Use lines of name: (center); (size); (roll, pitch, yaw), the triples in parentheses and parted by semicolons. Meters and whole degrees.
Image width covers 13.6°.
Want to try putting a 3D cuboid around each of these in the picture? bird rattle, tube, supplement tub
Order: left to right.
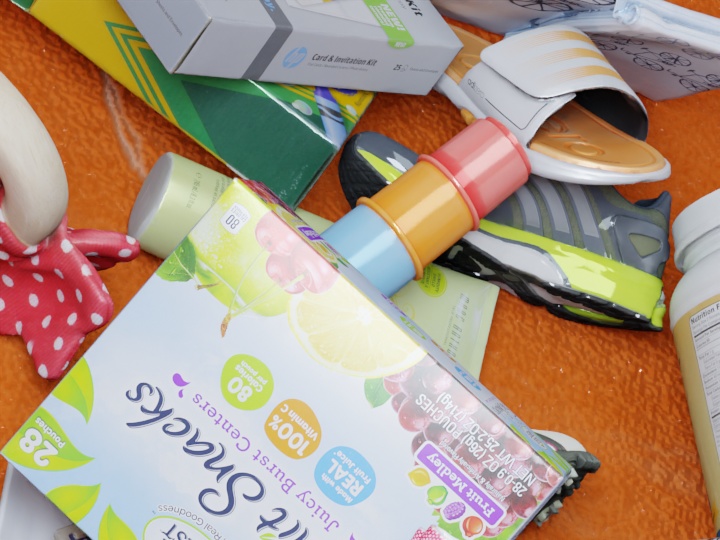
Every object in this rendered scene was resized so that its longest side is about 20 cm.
bird rattle: (-0.190, -0.048, 1.412); (0.113, 0.163, 0.200); (-38, 73, -21)
tube: (-0.020, 0.001, 1.537); (0.199, 0.058, 0.052); (26, 11, -18)
supplement tub: (0.241, 0.059, 1.567); (0.144, 0.145, 0.201); (1, 68, -28)

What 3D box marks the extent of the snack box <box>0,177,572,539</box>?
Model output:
snack box: (-0.032, 0.086, 1.364); (0.200, 0.169, 0.068); (43, 6, 7)

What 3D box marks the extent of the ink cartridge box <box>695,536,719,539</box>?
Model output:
ink cartridge box: (0.161, 0.203, 1.406); (0.084, 0.199, 0.146); (54, 44, -28)

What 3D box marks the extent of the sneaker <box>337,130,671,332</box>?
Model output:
sneaker: (0.079, -0.034, 1.587); (0.199, 0.074, 0.081); (23, 73, -23)

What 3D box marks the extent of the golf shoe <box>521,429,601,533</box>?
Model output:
golf shoe: (0.038, 0.089, 1.482); (0.199, 0.077, 0.088); (0, 52, -45)

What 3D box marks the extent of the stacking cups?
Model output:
stacking cups: (0.000, 0.000, 1.493); (0.200, 0.061, 0.061); (-36, 80, -15)

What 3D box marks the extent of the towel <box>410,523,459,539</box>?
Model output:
towel: (0.029, 0.228, 1.322); (0.146, 0.200, 0.030); (35, 7, -7)

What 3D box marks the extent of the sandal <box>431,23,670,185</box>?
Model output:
sandal: (0.085, -0.105, 1.579); (0.079, 0.060, 0.207); (-6, 30, -36)

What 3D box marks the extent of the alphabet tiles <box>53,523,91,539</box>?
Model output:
alphabet tiles: (-0.078, 0.183, 1.389); (0.199, 0.008, 0.168); (-17, 71, -36)

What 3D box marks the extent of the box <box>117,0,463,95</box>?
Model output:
box: (-0.058, -0.160, 1.534); (0.199, 0.041, 0.156); (3, 44, -51)

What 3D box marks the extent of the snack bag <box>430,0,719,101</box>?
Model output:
snack bag: (0.112, -0.133, 1.617); (0.199, 0.188, 0.022); (18, 84, -19)

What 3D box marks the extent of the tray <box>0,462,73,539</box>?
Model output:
tray: (-0.083, 0.163, 1.416); (0.199, 0.022, 0.108); (20, 52, -16)

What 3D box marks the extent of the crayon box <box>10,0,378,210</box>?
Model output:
crayon box: (-0.087, -0.128, 1.551); (0.200, 0.052, 0.126); (37, 27, -3)
